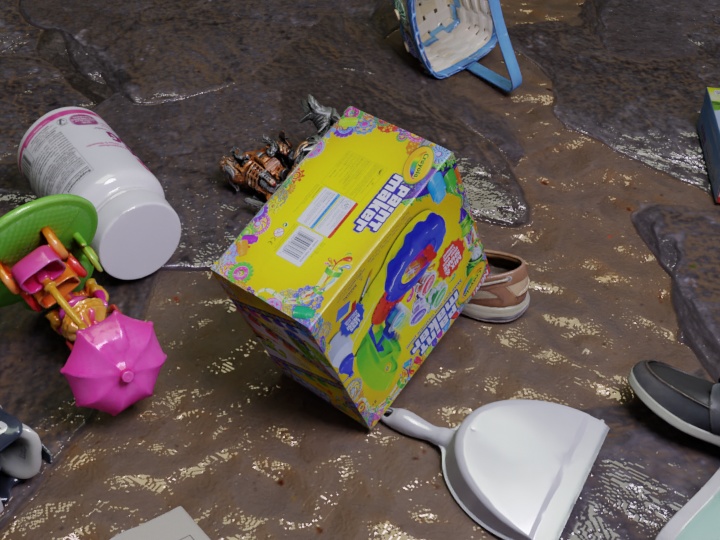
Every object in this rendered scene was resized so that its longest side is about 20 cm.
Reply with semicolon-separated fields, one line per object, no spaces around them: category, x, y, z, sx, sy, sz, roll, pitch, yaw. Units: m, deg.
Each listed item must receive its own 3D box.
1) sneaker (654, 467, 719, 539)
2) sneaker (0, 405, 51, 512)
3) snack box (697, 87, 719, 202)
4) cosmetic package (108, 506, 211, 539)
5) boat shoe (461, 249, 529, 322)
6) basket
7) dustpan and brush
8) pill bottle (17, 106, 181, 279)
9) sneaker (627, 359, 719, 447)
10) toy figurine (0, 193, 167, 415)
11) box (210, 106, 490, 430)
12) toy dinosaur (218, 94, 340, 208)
sneaker;0.345;0.197;0.892;0.201;0.074;0.118;-48;53;-4
sneaker;-0.325;0.133;0.971;0.129;0.080;0.200;7;41;3
snack box;0.524;-0.146;1.335;0.199;0.068;0.169;5;41;4
cosmetic package;-0.109;0.262;0.737;0.105;0.071;0.200;-19;43;-36
boat shoe;0.079;0.000;1.144;0.199;0.072;0.076;4;41;2
basket;0.131;-0.336;1.463;0.139;0.177;0.200;-37;39;-18
dustpan and brush;0.104;0.158;0.989;0.199;0.057;0.140;25;58;15
pill bottle;-0.282;-0.084;1.194;0.113;0.114;0.200;-24;48;-27
sneaker;0.350;0.106;0.997;0.199;0.107;0.075;26;25;19
toy figurine;-0.256;0.056;1.028;0.150;0.200;0.184;-37;72;-10
box;0.000;0.000;1.001;0.122;0.193;0.200;28;70;31
toy dinosaur;-0.061;-0.111;1.273;0.199;0.102;0.136;28;60;2
